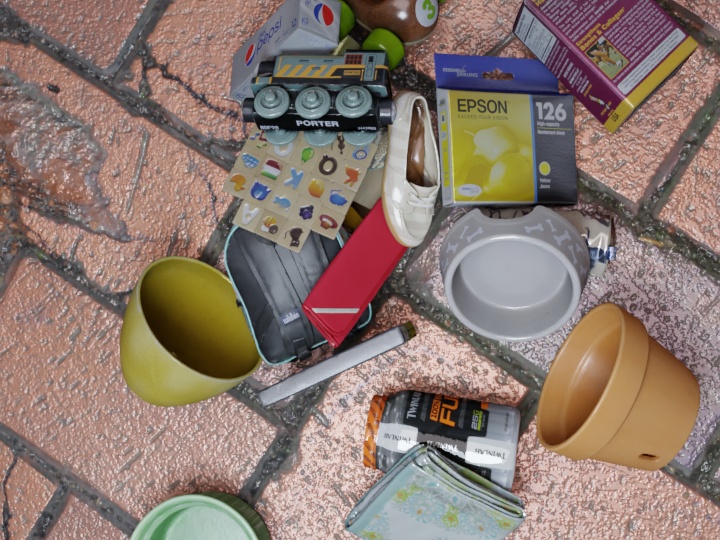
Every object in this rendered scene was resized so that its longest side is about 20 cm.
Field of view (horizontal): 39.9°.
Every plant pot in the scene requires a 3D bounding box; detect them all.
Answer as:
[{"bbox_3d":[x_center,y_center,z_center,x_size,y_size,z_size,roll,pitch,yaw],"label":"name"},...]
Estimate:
[{"bbox_3d":[-0.249,0.104,1.348,0.201,0.199,0.142,50,121,7],"label":"plant pot"},{"bbox_3d":[0.332,0.161,1.254,0.138,0.200,0.202,25,92,-9],"label":"plant pot"}]

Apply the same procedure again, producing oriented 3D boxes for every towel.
[{"bbox_3d":[0.094,0.318,1.275,0.170,0.048,0.200,31,131,-10],"label":"towel"}]

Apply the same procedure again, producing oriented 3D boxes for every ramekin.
[{"bbox_3d":[-0.215,0.402,1.363,0.196,0.098,0.204,0,88,9],"label":"ramekin"}]

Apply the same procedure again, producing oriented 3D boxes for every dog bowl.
[{"bbox_3d":[0.196,0.009,1.280,0.196,0.059,0.202,6,130,7],"label":"dog bowl"}]

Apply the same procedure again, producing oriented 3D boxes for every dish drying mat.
[{"bbox_3d":[0.000,0.000,1.266,0.077,0.018,0.201,49,57,-20],"label":"dish drying mat"}]

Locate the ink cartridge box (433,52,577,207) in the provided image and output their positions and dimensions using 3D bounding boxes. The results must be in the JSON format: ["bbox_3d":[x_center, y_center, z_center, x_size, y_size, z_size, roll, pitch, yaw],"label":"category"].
[{"bbox_3d":[0.194,-0.186,1.305,0.195,0.047,0.204,-2,89,-23],"label":"ink cartridge box"}]

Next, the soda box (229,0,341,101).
[{"bbox_3d":[-0.103,-0.293,1.321,0.063,0.199,0.069,15,64,-29],"label":"soda box"}]

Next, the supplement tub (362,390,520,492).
[{"bbox_3d":[0.107,0.227,1.309,0.196,0.122,0.125,7,89,8],"label":"supplement tub"}]

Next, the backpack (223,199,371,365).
[{"bbox_3d":[-0.088,-0.004,1.324,0.174,0.154,0.202,-23,109,8],"label":"backpack"}]

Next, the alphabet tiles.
[{"bbox_3d":[-0.077,-0.130,1.258,0.164,0.006,0.202,23,78,14],"label":"alphabet tiles"}]

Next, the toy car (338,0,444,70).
[{"bbox_3d":[0.039,-0.394,1.280,0.157,0.200,0.165,33,71,8],"label":"toy car"}]

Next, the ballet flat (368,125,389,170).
[{"bbox_3d":[-0.036,-0.167,1.304,0.196,0.076,0.069,-3,63,13],"label":"ballet flat"}]

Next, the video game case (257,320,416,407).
[{"bbox_3d":[-0.025,0.120,1.302,0.198,0.181,0.026,-25,86,7],"label":"video game case"}]

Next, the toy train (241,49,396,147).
[{"bbox_3d":[-0.049,-0.220,1.240,0.196,0.086,0.116,2,61,12],"label":"toy train"}]

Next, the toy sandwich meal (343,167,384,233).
[{"bbox_3d":[-0.003,-0.142,1.364,0.201,0.070,0.209,0,88,9],"label":"toy sandwich meal"}]

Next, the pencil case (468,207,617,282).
[{"bbox_3d":[0.239,-0.037,1.321,0.196,0.078,0.091,4,74,8],"label":"pencil case"}]

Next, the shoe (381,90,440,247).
[{"bbox_3d":[0.066,-0.129,1.276,0.069,0.053,0.204,-7,100,-27],"label":"shoe"}]

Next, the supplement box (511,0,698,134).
[{"bbox_3d":[0.315,-0.303,1.294,0.131,0.103,0.200,-41,83,-8],"label":"supplement box"}]

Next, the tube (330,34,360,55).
[{"bbox_3d":[-0.077,-0.247,1.389,0.052,0.058,0.201,35,96,-12],"label":"tube"}]
